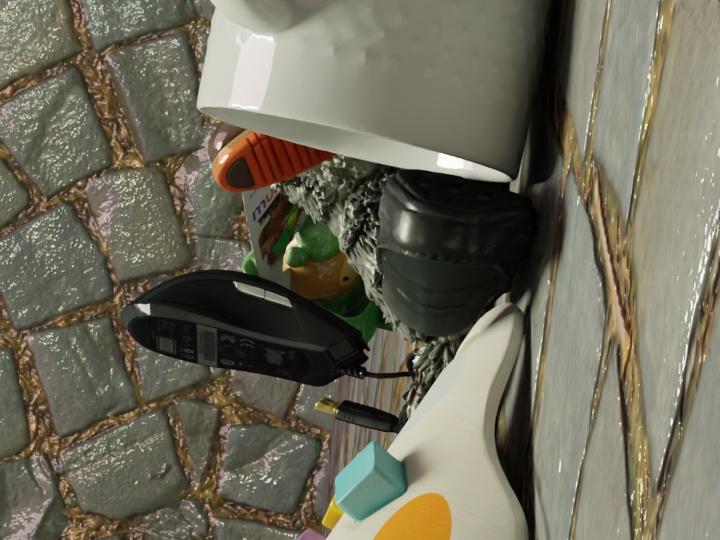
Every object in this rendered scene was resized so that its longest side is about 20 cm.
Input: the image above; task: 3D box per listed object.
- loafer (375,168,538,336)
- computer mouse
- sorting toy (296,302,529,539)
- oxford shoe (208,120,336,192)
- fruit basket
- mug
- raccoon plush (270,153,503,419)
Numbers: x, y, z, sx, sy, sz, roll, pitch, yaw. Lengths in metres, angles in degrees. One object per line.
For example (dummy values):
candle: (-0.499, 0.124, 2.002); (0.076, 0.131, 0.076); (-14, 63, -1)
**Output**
loafer: (0.041, -0.005, 1.057); (0.201, 0.068, 0.071); (4, -80, -85)
computer mouse: (-0.035, 0.044, 1.393); (0.141, 0.199, 0.046); (84, -163, -67)
sorting toy: (0.030, 0.111, 1.074); (0.200, 0.106, 0.181); (100, -166, -59)
oxford shoe: (-0.008, -0.119, 1.183); (0.200, 0.073, 0.071); (-42, -21, -13)
fruit basket: (-0.003, -0.050, 1.430); (0.186, 0.093, 0.200); (-54, -20, -29)
mug: (0.000, -0.145, 1.043); (0.199, 0.147, 0.177); (14, -93, -49)
raccoon plush: (0.000, 0.000, 1.234); (0.097, 0.133, 0.201); (122, 153, -82)
